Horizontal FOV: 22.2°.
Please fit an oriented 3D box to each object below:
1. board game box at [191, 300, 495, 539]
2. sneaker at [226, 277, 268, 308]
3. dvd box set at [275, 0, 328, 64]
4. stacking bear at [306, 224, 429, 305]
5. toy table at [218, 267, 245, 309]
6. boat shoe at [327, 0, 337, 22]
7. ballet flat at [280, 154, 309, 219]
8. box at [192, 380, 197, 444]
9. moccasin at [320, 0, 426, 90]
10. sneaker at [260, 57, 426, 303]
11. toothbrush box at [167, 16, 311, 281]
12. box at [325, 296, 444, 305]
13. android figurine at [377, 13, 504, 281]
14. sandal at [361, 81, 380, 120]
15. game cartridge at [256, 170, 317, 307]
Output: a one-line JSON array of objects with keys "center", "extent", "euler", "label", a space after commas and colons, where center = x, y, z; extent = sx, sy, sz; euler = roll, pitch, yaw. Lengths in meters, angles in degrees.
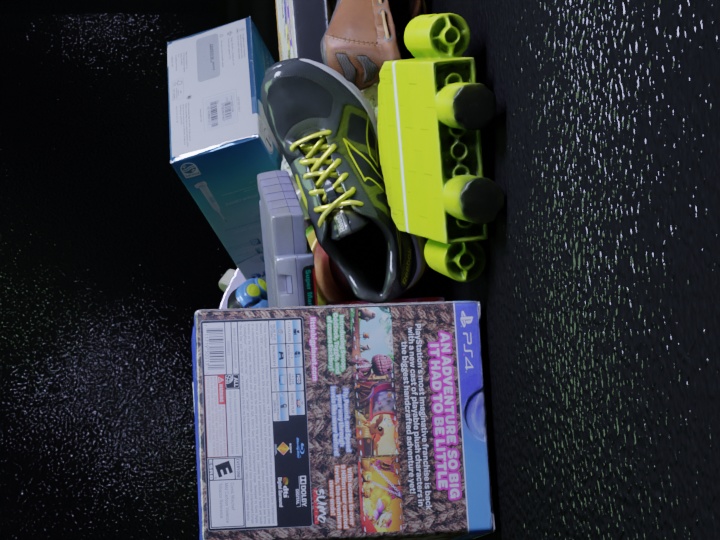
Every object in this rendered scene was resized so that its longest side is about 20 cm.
[{"center": [-0.015, 0.110, 1.277], "extent": [0.097, 0.199, 0.160], "euler": [118, 150, -77], "label": "board game box"}, {"center": [-0.099, 0.065, 1.583], "extent": [0.071, 0.082, 0.200], "euler": [59, 168, 12], "label": "sneaker"}, {"center": [-0.047, -0.186, 1.508], "extent": [0.200, 0.029, 0.147], "euler": [165, 101, -84], "label": "dvd box set"}, {"center": [0.000, 0.000, 1.515], "extent": [0.200, 0.113, 0.122], "euler": [142, 128, -75], "label": "stacking bear"}, {"center": [-0.057, 0.043, 1.757], "extent": [0.184, 0.200, 0.117], "euler": [46, 166, 12], "label": "toy table"}, {"center": [-0.003, -0.229, 1.534], "extent": [0.063, 0.073, 0.202], "euler": [71, -163, -67], "label": "boat shoe"}, {"center": [-0.035, -0.072, 1.491], "extent": [0.200, 0.071, 0.072], "euler": [180, 89, -73], "label": "ballet flat"}, {"center": [-0.054, 0.143, 1.614], "extent": [0.200, 0.095, 0.078], "euler": [26, -127, -55], "label": "box"}, {"center": [0.020, -0.213, 1.434], "extent": [0.202, 0.077, 0.074], "euler": [-75, -26, -57], "label": "moccasin"}, {"center": [-0.011, -0.065, 1.351], "extent": [0.201, 0.074, 0.085], "euler": [58, -163, -12], "label": "sneaker"}, {"center": [-0.097, -0.101, 1.643], "extent": [0.200, 0.085, 0.147], "euler": [63, -164, -49], "label": "toothbrush box"}, {"center": [0.013, 0.098, 1.457], "extent": [0.200, 0.095, 0.100], "euler": [108, 159, -70], "label": "box"}, {"center": [0.052, -0.085, 1.268], "extent": [0.200, 0.041, 0.183], "euler": [-161, 65, -76], "label": "android figurine"}, {"center": [0.023, -0.115, 1.429], "extent": [0.212, 0.069, 0.078], "euler": [135, 133, -79], "label": "sandal"}, {"center": [-0.052, 0.036, 1.411], "extent": [0.130, 0.038, 0.201], "euler": [-124, 29, -68], "label": "game cartridge"}]
